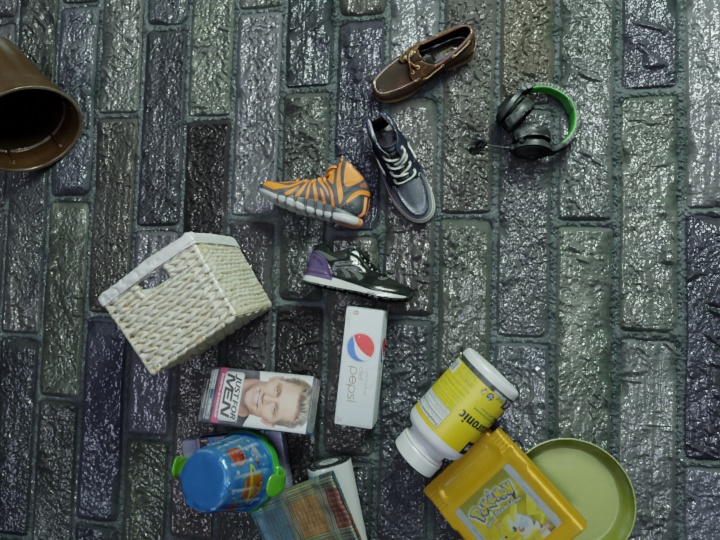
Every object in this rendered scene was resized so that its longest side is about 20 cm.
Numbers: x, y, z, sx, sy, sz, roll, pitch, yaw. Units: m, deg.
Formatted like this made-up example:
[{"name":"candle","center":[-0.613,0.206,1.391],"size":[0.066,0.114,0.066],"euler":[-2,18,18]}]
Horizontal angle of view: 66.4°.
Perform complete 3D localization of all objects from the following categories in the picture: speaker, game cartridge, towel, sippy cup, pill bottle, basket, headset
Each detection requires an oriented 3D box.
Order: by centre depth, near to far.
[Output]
[{"name":"game cartridge","center":[0.227,0.381,0.891],"size":[0.200,0.032,0.177],"euler":[46,106,17]},{"name":"pill bottle","center":[0.152,0.235,0.900],"size":[0.111,0.111,0.200],"euler":[42,96,10]},{"name":"headset","center":[0.272,-0.241,0.910],"size":[0.199,0.094,0.124],"euler":[-25,82,-3]},{"name":"sippy cup","center":[-0.224,0.340,0.913],"size":[0.177,0.130,0.140],"euler":[-34,69,12]},{"name":"towel","center":[-0.092,0.433,0.919],"size":[0.199,0.022,0.147],"euler":[-32,76,28]},{"name":"speaker","center":[-0.035,0.428,0.942],"size":[0.081,0.081,0.202],"euler":[-13,84,10]},{"name":"basket","center":[-0.291,0.053,0.956],"size":[0.198,0.200,0.161],"euler":[-33,87,8]},{"name":"game cartridge","center":[-0.227,0.360,1.008],"size":[0.198,0.038,0.131],"euler":[-10,89,10]}]

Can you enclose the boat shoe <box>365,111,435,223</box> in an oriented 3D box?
[{"name":"boat shoe","center":[0.065,-0.176,0.947],"size":[0.074,0.093,0.201],"euler":[-30,82,8]}]

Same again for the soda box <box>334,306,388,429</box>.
[{"name":"soda box","center":[0.003,0.165,0.957],"size":[0.068,0.064,0.202],"euler":[6,89,11]}]

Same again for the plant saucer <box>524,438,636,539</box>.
[{"name":"plant saucer","center":[0.339,0.372,0.897],"size":[0.198,0.031,0.202],"euler":[0,88,11]}]

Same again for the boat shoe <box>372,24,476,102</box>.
[{"name":"boat shoe","center":[0.107,-0.366,0.962],"size":[0.199,0.070,0.071],"euler":[-28,83,10]}]

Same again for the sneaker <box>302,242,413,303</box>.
[{"name":"sneaker","center":[0.000,0.000,0.963],"size":[0.198,0.076,0.088],"euler":[13,84,11]}]

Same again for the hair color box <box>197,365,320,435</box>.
[{"name":"hair color box","center":[-0.178,0.231,0.978],"size":[0.198,0.061,0.101],"euler":[3,71,11]}]

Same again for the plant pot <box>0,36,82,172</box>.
[{"name":"plant pot","center":[-0.680,-0.332,1.059],"size":[0.200,0.200,0.199],"euler":[-42,73,6]}]

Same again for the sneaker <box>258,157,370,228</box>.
[{"name":"sneaker","center":[-0.076,-0.153,0.990],"size":[0.198,0.078,0.113],"euler":[16,86,1]}]
